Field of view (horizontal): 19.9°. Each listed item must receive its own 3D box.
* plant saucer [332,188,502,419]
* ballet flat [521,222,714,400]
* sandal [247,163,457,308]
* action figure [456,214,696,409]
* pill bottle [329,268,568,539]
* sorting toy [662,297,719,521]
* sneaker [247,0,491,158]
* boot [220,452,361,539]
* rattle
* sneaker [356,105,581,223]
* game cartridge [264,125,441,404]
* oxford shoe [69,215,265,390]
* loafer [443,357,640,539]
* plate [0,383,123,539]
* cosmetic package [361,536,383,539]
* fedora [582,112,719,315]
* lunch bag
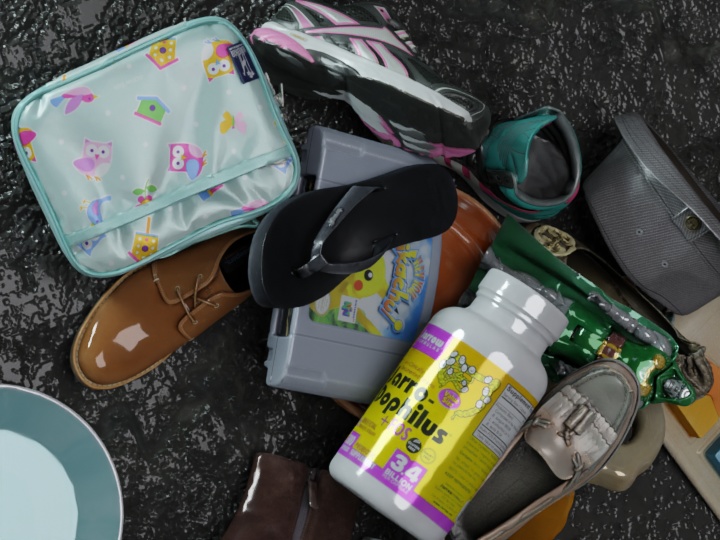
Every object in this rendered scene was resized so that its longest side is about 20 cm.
[{"bbox_3d":[0.039,0.027,1.646,0.200,0.032,0.201,0,90,-24],"label":"plant saucer"},{"bbox_3d":[0.209,0.028,1.658,0.200,0.046,0.067,45,50,9],"label":"ballet flat"},{"bbox_3d":[-0.002,-0.033,1.527,0.200,0.043,0.076,-28,108,-33],"label":"sandal"},{"bbox_3d":[0.175,0.053,1.618,0.199,0.055,0.118,28,92,6],"label":"action figure"},{"bbox_3d":[0.071,0.100,1.550,0.104,0.104,0.200,37,83,-18],"label":"pill bottle"},{"bbox_3d":[0.335,0.101,1.766,0.185,0.036,0.200,-44,105,-17],"label":"sorting toy"},{"bbox_3d":[0.015,-0.164,1.580,0.199,0.080,0.086,28,66,12],"label":"sneaker"},{"bbox_3d":[-0.098,0.221,1.579,0.199,0.072,0.167,16,71,-20],"label":"boot"},{"bbox_3d":[0.189,0.121,1.702,0.130,0.143,0.200,5,42,11],"label":"rattle"},{"bbox_3d":[0.097,-0.104,1.621,0.200,0.121,0.084,30,75,-19],"label":"sneaker"},{"bbox_3d":[0.000,0.000,1.579,0.133,0.040,0.201,13,85,-40],"label":"game cartridge"},{"bbox_3d":[-0.134,0.019,1.552,0.200,0.071,0.071,-39,105,-18],"label":"oxford shoe"},{"bbox_3d":[0.136,0.150,1.570,0.072,0.063,0.200,46,107,6],"label":"loafer"},{"bbox_3d":[-0.274,0.184,1.515,0.199,0.026,0.201,1,88,-23],"label":"plate"},{"bbox_3d":[0.089,0.309,1.571,0.166,0.200,0.168,17,82,-22],"label":"cosmetic package"},{"bbox_3d":[0.252,-0.032,1.685,0.090,0.177,0.200,-40,109,12],"label":"fedora"},{"bbox_3d":[-0.146,-0.089,1.523,0.199,0.077,0.161,-24,93,-6],"label":"lunch bag"}]
